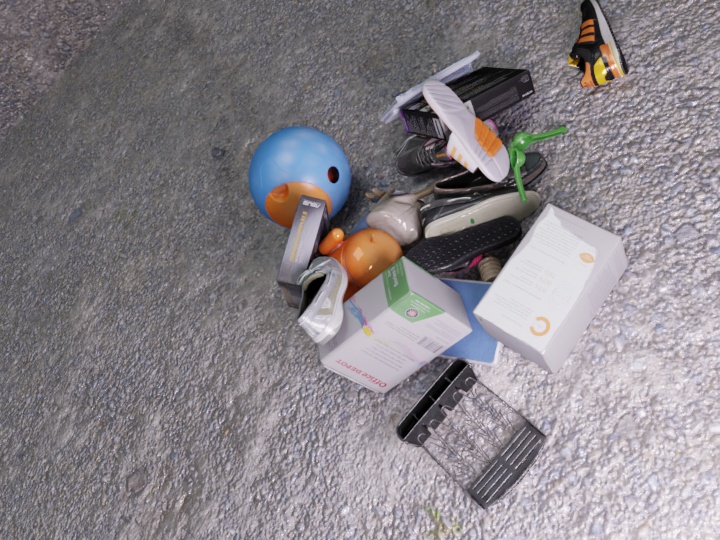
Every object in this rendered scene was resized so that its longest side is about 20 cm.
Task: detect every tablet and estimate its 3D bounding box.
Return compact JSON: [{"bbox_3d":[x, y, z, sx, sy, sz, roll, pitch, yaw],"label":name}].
[{"bbox_3d":[0.149,0.077,1.377,0.199,0.014,0.131,5,78,44],"label":"tablet"}]

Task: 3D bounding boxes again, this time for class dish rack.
[{"bbox_3d":[0.161,0.236,1.233,0.154,0.055,0.200,-50,41,-1],"label":"dish rack"}]

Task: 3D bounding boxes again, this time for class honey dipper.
[{"bbox_3d":[0.199,-0.048,1.434,0.038,0.038,0.201,-31,42,18],"label":"honey dipper"}]

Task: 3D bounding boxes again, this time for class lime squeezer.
[{"bbox_3d":[0.276,-0.188,1.425,0.200,0.071,0.038,-56,4,-36],"label":"lime squeezer"}]

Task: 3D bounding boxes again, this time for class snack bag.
[{"bbox_3d":[0.132,-0.341,1.613,0.188,0.021,0.200,-31,3,-8],"label":"snack bag"}]

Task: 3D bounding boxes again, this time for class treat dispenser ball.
[{"bbox_3d":[-0.119,-0.180,1.680,0.200,0.201,0.202,-22,47,26],"label":"treat dispenser ball"}]

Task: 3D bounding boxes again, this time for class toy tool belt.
[{"bbox_3d":[0.046,-0.086,1.545,0.200,0.125,0.123,-20,27,50],"label":"toy tool belt"}]

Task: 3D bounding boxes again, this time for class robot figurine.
[{"bbox_3d":[0.002,0.001,1.477,0.200,0.116,0.144,-35,66,53],"label":"robot figurine"}]

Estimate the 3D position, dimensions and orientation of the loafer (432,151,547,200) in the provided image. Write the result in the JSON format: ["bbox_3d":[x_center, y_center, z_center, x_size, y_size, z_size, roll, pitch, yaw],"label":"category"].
[{"bbox_3d":[0.218,-0.156,1.459,0.199,0.063,0.072,-24,41,10],"label":"loafer"}]

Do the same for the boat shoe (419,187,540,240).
[{"bbox_3d":[0.196,-0.106,1.419,0.199,0.072,0.068,-15,48,2],"label":"boat shoe"}]

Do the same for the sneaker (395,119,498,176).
[{"bbox_3d":[0.147,-0.221,1.555,0.199,0.081,0.086,-23,17,27],"label":"sneaker"}]

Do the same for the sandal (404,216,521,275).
[{"bbox_3d":[0.167,-0.029,1.389,0.199,0.045,0.075,-19,46,-1],"label":"sandal"}]

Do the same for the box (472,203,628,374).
[{"bbox_3d":[0.277,0.026,1.244,0.124,0.098,0.200,31,81,33],"label":"box"}]

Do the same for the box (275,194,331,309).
[{"bbox_3d":[-0.097,-0.026,1.538,0.048,0.200,0.159,14,76,6],"label":"box"}]

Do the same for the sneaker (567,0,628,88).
[{"bbox_3d":[0.399,-0.400,1.509,0.090,0.070,0.201,-24,48,20],"label":"sneaker"}]

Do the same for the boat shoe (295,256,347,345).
[{"bbox_3d":[-0.068,0.035,1.358,0.074,0.065,0.202,-39,26,25],"label":"boat shoe"}]

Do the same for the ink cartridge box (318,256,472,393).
[{"bbox_3d":[0.049,0.091,1.346,0.200,0.145,0.088,-41,38,25],"label":"ink cartridge box"}]

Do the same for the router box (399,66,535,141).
[{"bbox_3d":[0.191,-0.304,1.550,0.199,0.051,0.149,-29,25,-15],"label":"router box"}]

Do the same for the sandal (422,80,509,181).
[{"bbox_3d":[0.168,-0.226,1.437,0.079,0.207,0.059,-32,-10,-40],"label":"sandal"}]
